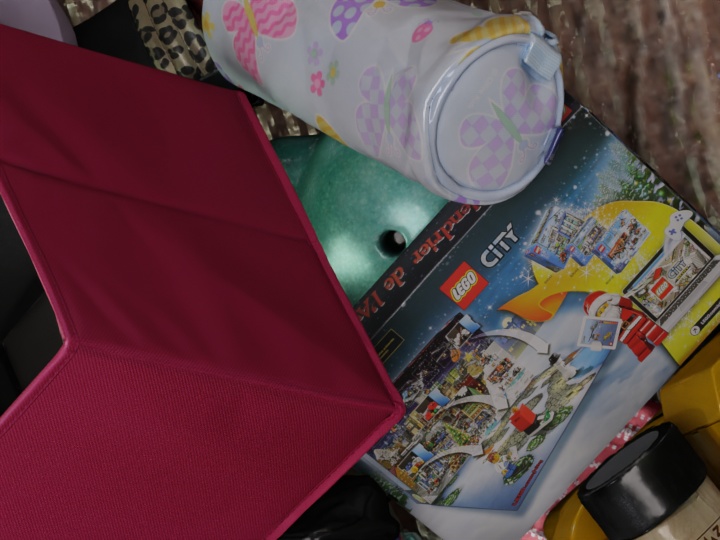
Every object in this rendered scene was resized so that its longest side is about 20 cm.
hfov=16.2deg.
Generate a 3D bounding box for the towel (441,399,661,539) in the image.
[{"bbox_3d":[0.110,0.158,1.290,0.144,0.022,0.201,22,86,4],"label":"towel"}]

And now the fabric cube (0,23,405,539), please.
[{"bbox_3d":[-0.141,0.031,1.095,0.196,0.199,0.200,-46,54,26],"label":"fabric cube"}]

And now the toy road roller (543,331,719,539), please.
[{"bbox_3d":[0.175,0.107,1.223,0.200,0.146,0.123,-41,94,-26],"label":"toy road roller"}]

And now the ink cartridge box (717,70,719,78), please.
[{"bbox_3d":[0.273,-0.145,1.225,0.119,0.042,0.200,34,106,4],"label":"ink cartridge box"}]

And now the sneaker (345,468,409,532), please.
[{"bbox_3d":[-0.010,0.170,1.324,0.080,0.076,0.201,-8,110,43],"label":"sneaker"}]

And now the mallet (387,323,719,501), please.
[{"bbox_3d":[0.097,0.064,1.271,0.200,0.041,0.066,-39,91,-1],"label":"mallet"}]

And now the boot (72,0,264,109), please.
[{"bbox_3d":[-0.112,-0.042,1.293,0.153,0.073,0.204,-29,86,15],"label":"boot"}]

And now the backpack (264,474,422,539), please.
[{"bbox_3d":[-0.021,0.198,1.211,0.166,0.126,0.201,-2,112,46],"label":"backpack"}]

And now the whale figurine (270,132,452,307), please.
[{"bbox_3d":[0.000,0.000,1.268,0.200,0.104,0.159,-40,91,17],"label":"whale figurine"}]

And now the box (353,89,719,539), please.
[{"bbox_3d":[0.077,0.030,1.210,0.137,0.038,0.200,40,95,-25],"label":"box"}]

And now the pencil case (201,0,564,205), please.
[{"bbox_3d":[0.008,-0.101,1.188,0.200,0.083,0.091,30,102,47],"label":"pencil case"}]

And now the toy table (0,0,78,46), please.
[{"bbox_3d":[-0.249,-0.125,1.254,0.199,0.117,0.185,6,77,22],"label":"toy table"}]
